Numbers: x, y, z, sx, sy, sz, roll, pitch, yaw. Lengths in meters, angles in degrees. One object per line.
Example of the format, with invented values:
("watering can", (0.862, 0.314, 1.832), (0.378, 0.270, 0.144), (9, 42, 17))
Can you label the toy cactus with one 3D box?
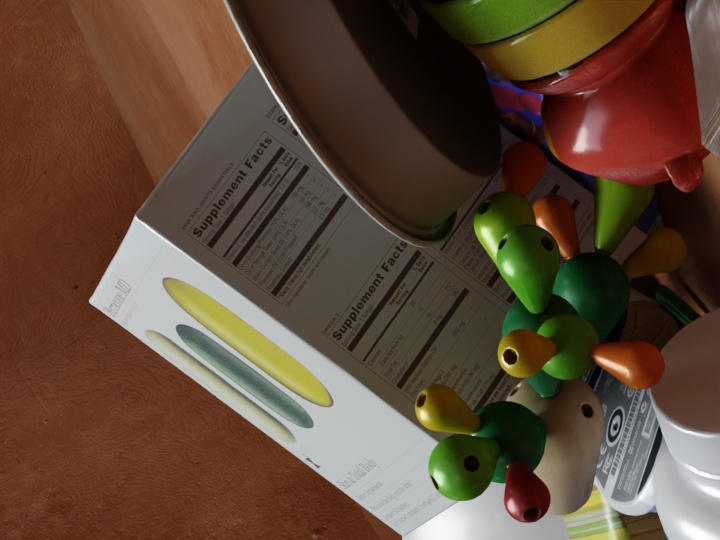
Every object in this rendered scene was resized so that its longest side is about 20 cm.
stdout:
("toy cactus", (0.089, 0.040, 1.046), (0.166, 0.102, 0.201), (81, -158, -46))

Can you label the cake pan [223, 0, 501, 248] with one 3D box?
("cake pan", (-0.001, -0.106, 1.014), (0.200, 0.037, 0.201), (51, -158, -30))

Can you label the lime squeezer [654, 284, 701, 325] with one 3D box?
("lime squeezer", (0.186, 0.084, 1.205), (0.038, 0.070, 0.201), (45, -146, -41))

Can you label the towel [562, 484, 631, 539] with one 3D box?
("towel", (0.113, 0.053, 1.333), (0.086, 0.018, 0.201), (142, 117, -75))

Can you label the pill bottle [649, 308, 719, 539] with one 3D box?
("pill bottle", (0.192, 0.114, 1.079), (0.112, 0.112, 0.201), (49, 168, 53))

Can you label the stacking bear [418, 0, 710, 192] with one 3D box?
("stacking bear", (0.077, -0.117, 0.979), (0.200, 0.113, 0.122), (50, -158, -23))

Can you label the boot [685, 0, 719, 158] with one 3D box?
("boot", (0.166, -0.043, 0.831), (0.200, 0.064, 0.187), (102, 150, -74))

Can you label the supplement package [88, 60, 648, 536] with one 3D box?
("supplement package", (0.000, 0.000, 1.185), (0.200, 0.151, 0.152), (37, 159, -2))

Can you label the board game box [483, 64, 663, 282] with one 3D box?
("board game box", (0.066, -0.083, 1.185), (0.134, 0.045, 0.200), (24, 155, 29))

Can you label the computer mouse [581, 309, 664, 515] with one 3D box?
("computer mouse", (0.132, 0.077, 1.200), (0.044, 0.110, 0.200), (17, -174, -15))

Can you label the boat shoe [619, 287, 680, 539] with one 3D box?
("boat shoe", (0.155, 0.085, 1.383), (0.069, 0.070, 0.201), (-122, 17, -53))

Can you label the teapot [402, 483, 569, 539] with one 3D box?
("teapot", (0.127, 0.146, 1.517), (0.145, 0.198, 0.200), (9, 165, 31))
